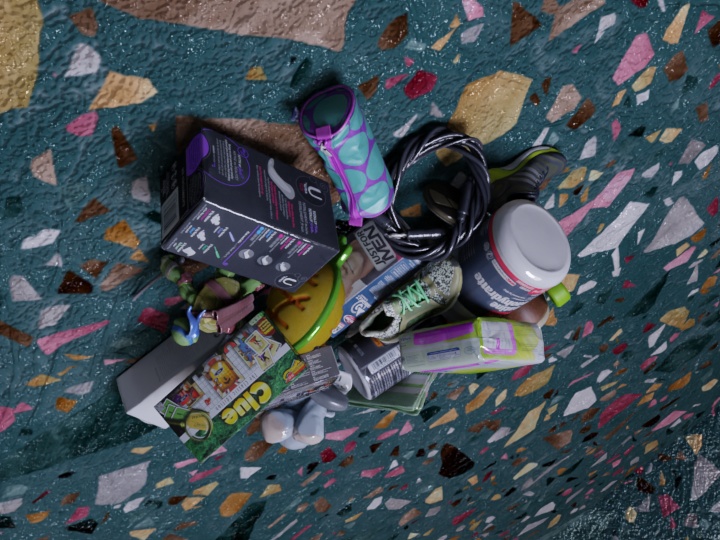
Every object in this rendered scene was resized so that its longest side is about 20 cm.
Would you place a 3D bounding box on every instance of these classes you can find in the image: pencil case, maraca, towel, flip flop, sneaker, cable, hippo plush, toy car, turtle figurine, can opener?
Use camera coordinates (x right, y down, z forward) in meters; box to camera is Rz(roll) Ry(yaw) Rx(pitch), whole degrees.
[{"bbox_3d":[-0.017,-0.151,1.137,0.200,0.084,0.093,59,44,-54],"label":"pencil case"},{"bbox_3d":[-0.073,0.034,1.244,0.136,0.201,0.107,-11,138,46],"label":"maraca"},{"bbox_3d":[0.073,0.164,1.470,0.201,0.151,0.024,-56,135,-40],"label":"towel"},{"bbox_3d":[0.158,-0.083,1.378,0.057,0.082,0.199,-32,153,25],"label":"flip flop"},{"bbox_3d":[0.073,0.051,1.287,0.200,0.077,0.088,-45,160,30],"label":"sneaker"},{"bbox_3d":[0.110,-0.112,1.238,0.200,0.163,0.051,-41,178,-2],"label":"cable"},{"bbox_3d":[-0.119,0.225,1.496,0.161,0.158,0.201,108,5,-64],"label":"hippo plush"},{"bbox_3d":[0.249,0.013,1.537,0.164,0.158,0.200,-38,116,2],"label":"toy car"},{"bbox_3d":[0.265,-0.135,1.372,0.199,0.081,0.074,-28,146,-26],"label":"sneaker"},{"bbox_3d":[-0.206,0.020,1.189,0.194,0.144,0.200,-45,179,-19],"label":"turtle figurine"},{"bbox_3d":[-0.106,0.166,1.392,0.198,0.067,0.053,21,125,-3],"label":"can opener"}]

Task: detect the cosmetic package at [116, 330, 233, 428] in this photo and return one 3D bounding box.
[{"bbox_3d":[-0.267,0.151,1.320,0.199,0.074,0.102,-35,145,7],"label":"cosmetic package"}]

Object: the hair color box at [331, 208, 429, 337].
[{"bbox_3d":[0.000,0.000,1.321,0.199,0.100,0.060,-39,146,8],"label":"hair color box"}]

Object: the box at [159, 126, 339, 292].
[{"bbox_3d":[-0.139,-0.071,1.069,0.199,0.123,0.106,21,135,-34],"label":"box"}]

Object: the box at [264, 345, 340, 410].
[{"bbox_3d":[-0.136,0.177,1.283,0.198,0.050,0.158,-18,168,-11],"label":"box"}]

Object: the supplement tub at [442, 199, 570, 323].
[{"bbox_3d":[0.209,-0.005,1.303,0.139,0.142,0.200,-3,157,-35],"label":"supplement tub"}]

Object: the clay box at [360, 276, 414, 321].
[{"bbox_3d":[0.040,0.039,1.444,0.115,0.048,0.200,-38,145,6],"label":"clay box"}]

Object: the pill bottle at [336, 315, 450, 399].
[{"bbox_3d":[0.068,0.119,1.419,0.199,0.106,0.107,-32,145,-15],"label":"pill bottle"}]

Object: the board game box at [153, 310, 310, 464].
[{"bbox_3d":[-0.177,0.161,1.173,0.200,0.105,0.023,-42,179,1],"label":"board game box"}]

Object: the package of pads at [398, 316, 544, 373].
[{"bbox_3d":[0.178,0.118,1.319,0.154,0.069,0.199,-15,165,38],"label":"package of pads"}]
